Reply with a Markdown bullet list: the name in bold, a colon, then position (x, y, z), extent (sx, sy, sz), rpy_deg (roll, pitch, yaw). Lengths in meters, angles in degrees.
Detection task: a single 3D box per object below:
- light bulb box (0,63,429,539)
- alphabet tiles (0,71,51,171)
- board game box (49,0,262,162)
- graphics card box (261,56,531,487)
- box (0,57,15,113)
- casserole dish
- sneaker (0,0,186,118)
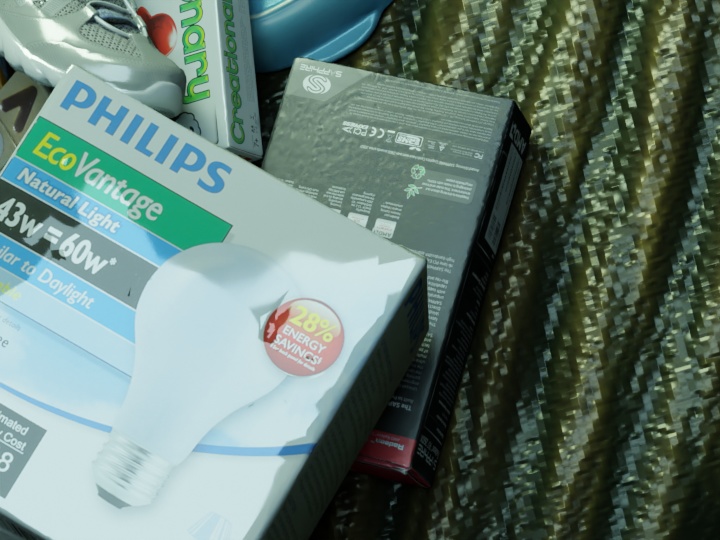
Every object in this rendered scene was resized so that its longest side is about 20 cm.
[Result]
- **light bulb box**: position (-0.098, 0.047, 1.399), extent (0.198, 0.125, 0.200), rpy_deg (28, 76, 9)
- **alphabet tiles**: position (-0.152, -0.001, 1.546), extent (0.167, 0.008, 0.200), rpy_deg (-46, 65, 26)
- **board game box**: position (-0.118, -0.142, 1.575), extent (0.126, 0.035, 0.201), rpy_deg (-15, 74, 31)
- **graphics card box**: position (0.000, 0.000, 1.519), extent (0.125, 0.051, 0.201), rpy_deg (11, 77, 19)
- **box**: position (-0.288, -0.101, 1.636), extent (0.199, 0.041, 0.120), rpy_deg (-17, 69, 7)
- **casserole dish**: position (-0.056, -0.200, 1.605), extent (0.121, 0.039, 0.200), rpy_deg (-31, 67, 4)
- **sneaker**: position (-0.153, -0.147, 1.530), extent (0.200, 0.075, 0.082), rpy_deg (41, 108, 34)
